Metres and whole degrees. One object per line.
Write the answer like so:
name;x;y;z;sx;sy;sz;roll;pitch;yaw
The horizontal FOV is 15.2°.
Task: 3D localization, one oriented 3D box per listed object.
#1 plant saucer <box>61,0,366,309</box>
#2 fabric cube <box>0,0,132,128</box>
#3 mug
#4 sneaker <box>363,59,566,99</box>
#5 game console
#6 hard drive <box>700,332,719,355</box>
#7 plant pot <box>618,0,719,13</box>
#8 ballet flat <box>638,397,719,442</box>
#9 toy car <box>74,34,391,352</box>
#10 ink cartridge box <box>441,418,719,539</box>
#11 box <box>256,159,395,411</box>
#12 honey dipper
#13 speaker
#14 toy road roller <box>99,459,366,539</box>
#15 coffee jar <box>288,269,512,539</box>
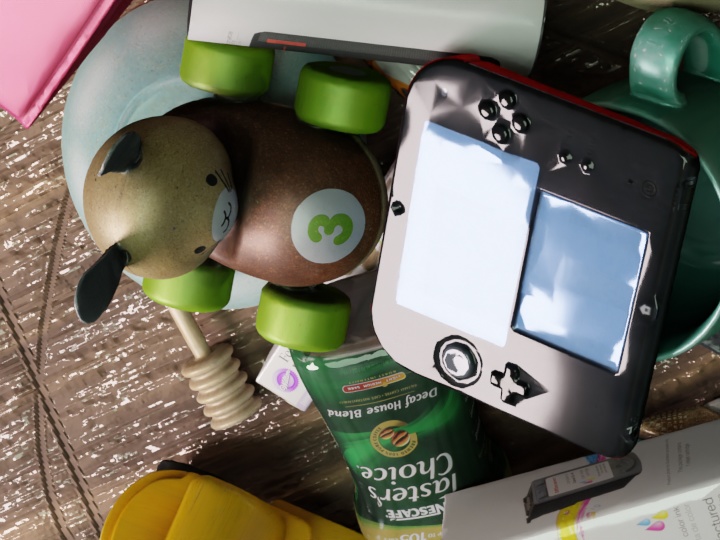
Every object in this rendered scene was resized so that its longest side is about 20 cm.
plant saucer;-0.096;-0.070;1.656;0.201;0.039;0.201;3;102;15
fabric cube;-0.186;-0.242;1.503;0.199;0.200;0.196;38;137;-5
mug;0.181;-0.046;1.522;0.152;0.114;0.185;51;130;10
sneaker;0.048;-0.141;1.602;0.092;0.076;0.200;-40;94;0
game console;0.093;-0.010;1.509;0.177;0.031;0.200;26;123;28
hard drive;0.256;0.003;1.624;0.200;0.042;0.135;26;119;1
plant pot;0.175;-0.222;1.482;0.200;0.134;0.200;6;117;11
ballet flat;0.270;0.109;1.671;0.200;0.071;0.065;19;91;2
toy car;-0.091;-0.038;1.526;0.158;0.200;0.164;18;107;25
ink cartridge box;0.165;0.188;1.631;0.200;0.086;0.148;-18;111;11
box;0.000;0.000;1.690;0.039;0.041;0.200;32;118;-3
honey dipper;-0.123;0.009;1.732;0.038;0.038;0.200;-21;105;23
speaker;0.002;-0.159;1.524;0.200;0.081;0.081;6;118;-6
toy road roller;-0.071;0.200;1.726;0.200;0.146;0.123;23;75;-1
coffee jar;0.030;0.098;1.681;0.104;0.085;0.200;-15;126;8
